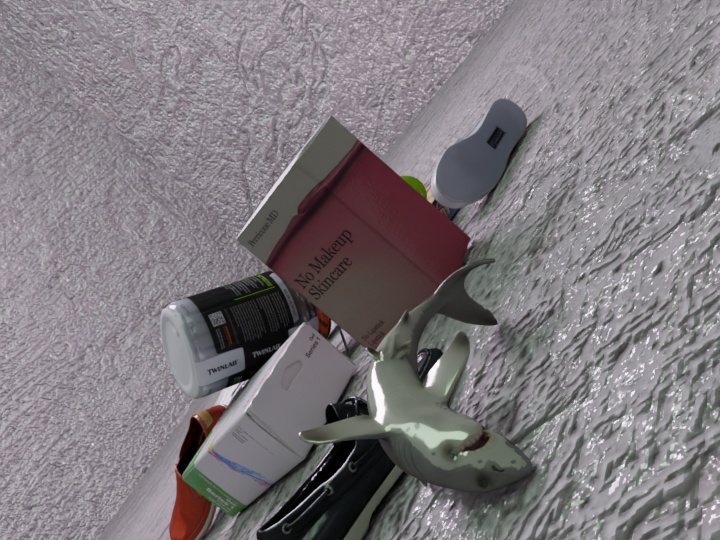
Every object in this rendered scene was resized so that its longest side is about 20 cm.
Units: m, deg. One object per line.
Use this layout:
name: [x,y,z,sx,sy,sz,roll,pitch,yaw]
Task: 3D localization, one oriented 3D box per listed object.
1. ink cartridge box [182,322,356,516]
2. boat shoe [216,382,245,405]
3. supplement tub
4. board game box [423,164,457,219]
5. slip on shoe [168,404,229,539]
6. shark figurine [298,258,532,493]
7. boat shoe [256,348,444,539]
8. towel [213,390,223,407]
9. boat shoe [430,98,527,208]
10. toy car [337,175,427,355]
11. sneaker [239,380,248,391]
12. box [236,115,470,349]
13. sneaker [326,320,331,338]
ink cartridge box: [-0.106,0.174,0.969,0.200,0.084,0.146,-46,8,46]
boat shoe: [-0.178,0.229,1.188,0.065,0.072,0.202,-38,21,36]
supplement tub: [-0.146,0.074,1.078,0.197,0.125,0.122,-18,-11,-29]
board game box: [0.111,-0.106,1.179,0.136,0.034,0.200,-53,7,-10]
slip on shoe: [-0.215,0.267,1.082,0.074,0.060,0.204,30,106,42]
shark figurine: [0.039,0.082,0.527,0.125,0.091,0.216,-15,26,12]
boat shoe: [-0.004,0.125,0.601,0.201,0.066,0.074,-54,7,-18]
towel: [-0.200,0.234,1.286,0.085,0.018,0.203,4,60,38]
boat shoe: [0.138,-0.129,1.015,0.200,0.074,0.065,-44,-3,-37]
toy car: [0.000,0.000,1.053,0.165,0.154,0.204,-68,-14,-57]
sneaker: [-0.119,0.162,1.180,0.201,0.069,0.100,-55,-2,-38]
box: [-0.005,-0.032,0.864,0.128,0.199,0.110,-45,10,38]
sneaker: [-0.058,0.010,1.295,0.080,0.205,0.077,-2,7,31]
